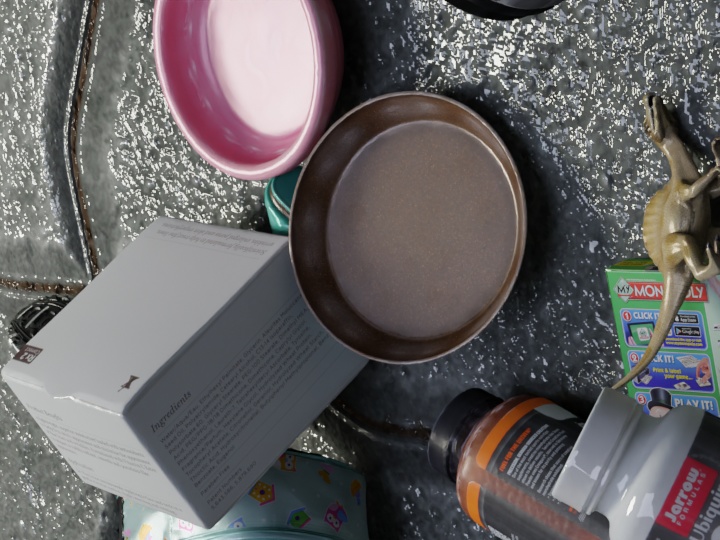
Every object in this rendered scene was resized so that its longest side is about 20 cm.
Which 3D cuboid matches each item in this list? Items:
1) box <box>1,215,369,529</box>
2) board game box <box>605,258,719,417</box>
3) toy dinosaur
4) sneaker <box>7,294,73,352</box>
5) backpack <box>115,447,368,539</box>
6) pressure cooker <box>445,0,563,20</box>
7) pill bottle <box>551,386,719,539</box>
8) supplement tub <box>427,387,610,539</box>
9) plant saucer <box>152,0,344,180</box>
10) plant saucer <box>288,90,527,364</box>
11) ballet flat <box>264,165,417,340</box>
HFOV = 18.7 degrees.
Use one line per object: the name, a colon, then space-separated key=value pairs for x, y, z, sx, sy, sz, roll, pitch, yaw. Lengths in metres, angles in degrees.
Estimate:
box: x=-0.139 y=0.075 z=1.725 sx=0.199 sy=0.200 sz=0.131 roll=11 pitch=141 yaw=53
board game box: x=0.260 y=0.060 z=1.469 sx=0.200 sy=0.029 sz=0.135 roll=2 pitch=107 yaw=46
toy dinosaur: x=0.218 y=-0.017 z=1.449 sx=0.101 sy=0.058 sz=0.200 roll=-1 pitch=84 yaw=57
sneaker: x=-0.240 y=0.091 z=1.969 sx=0.200 sy=0.074 sz=0.079 roll=30 pitch=151 yaw=29
backpack: x=-0.089 y=0.225 z=1.788 sx=0.200 sy=0.176 sz=0.154 roll=-34 pitch=48 yaw=40
pressure cooker: x=0.101 y=-0.257 z=1.387 sx=0.200 sy=0.179 sz=0.176 roll=-33 pitch=85 yaw=47
pill bottle: x=0.231 y=0.156 z=1.429 sx=0.200 sy=0.111 sz=0.111 roll=26 pitch=128 yaw=7
supplement tub: x=0.143 y=0.157 z=1.575 sx=0.200 sy=0.107 sz=0.107 roll=29 pitch=126 yaw=35
plant saucer: x=-0.081 y=-0.172 z=1.701 sx=0.200 sy=0.051 sz=0.201 roll=17 pitch=114 yaw=43
plant saucer: x=0.039 y=-0.030 z=1.612 sx=0.200 sy=0.034 sz=0.201 roll=-3 pitch=85 yaw=31
ballet flat: x=0.000 y=0.000 z=1.701 sx=0.200 sy=0.067 sz=0.070 roll=45 pitch=158 yaw=23
